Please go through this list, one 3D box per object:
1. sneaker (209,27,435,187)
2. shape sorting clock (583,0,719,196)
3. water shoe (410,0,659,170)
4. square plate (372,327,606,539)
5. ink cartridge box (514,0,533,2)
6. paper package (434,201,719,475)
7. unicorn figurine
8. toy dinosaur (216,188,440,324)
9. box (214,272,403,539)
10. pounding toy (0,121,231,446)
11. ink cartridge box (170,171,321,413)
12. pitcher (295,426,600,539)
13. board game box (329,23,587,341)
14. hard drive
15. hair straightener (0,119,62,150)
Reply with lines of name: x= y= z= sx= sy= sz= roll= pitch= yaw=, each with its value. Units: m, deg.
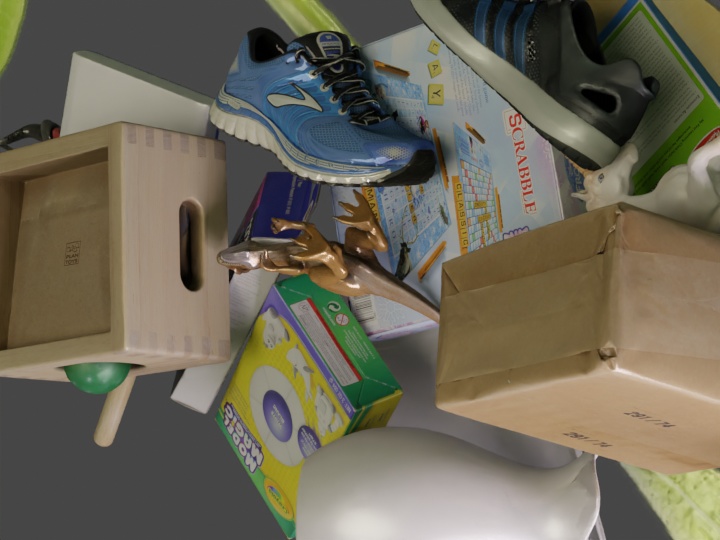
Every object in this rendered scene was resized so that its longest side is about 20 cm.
sneaker: x=-0.025 y=-0.113 z=1.494 sx=0.199 sy=0.078 sz=0.090 roll=28 pitch=112 yaw=39
shape sorting clock: x=0.183 y=-0.087 z=1.438 sx=0.199 sy=0.039 sz=0.202 roll=2 pitch=92 yaw=43
water shoe: x=0.111 y=-0.142 z=1.386 sx=0.079 sy=0.071 sz=0.200 roll=-48 pitch=55 yaw=8
square plate: x=0.074 y=0.124 z=1.557 sx=0.199 sy=0.028 sz=0.199 roll=-13 pitch=91 yaw=35
ink cartridge box: x=0.121 y=-0.276 z=1.428 sx=0.099 sy=0.039 sz=0.201 roll=31 pitch=103 yaw=25
paper package: x=0.171 y=0.046 z=1.334 sx=0.190 sy=0.199 sz=0.104 roll=-18 pitch=61 yaw=56
unicorn figurine: x=0.222 y=-0.045 z=1.338 sx=0.199 sy=0.074 sz=0.138 roll=35 pitch=131 yaw=-2
toy dinosaur: x=0.000 y=0.000 z=1.474 sx=0.199 sy=0.106 sz=0.061 roll=22 pitch=68 yaw=18
box: x=-0.044 y=0.103 z=1.581 sx=0.118 sy=0.048 sz=0.200 roll=56 pitch=147 yaw=24
pounding toy: x=-0.177 y=0.016 z=1.577 sx=0.183 sy=0.142 sz=0.201 roll=-10 pitch=78 yaw=41
ink cartridge box: x=-0.080 y=0.000 z=1.592 sx=0.037 sy=0.095 sz=0.201 roll=25 pitch=121 yaw=-10
pitcher: x=0.062 y=0.188 z=1.481 sx=0.199 sy=0.121 sz=0.173 roll=1 pitch=117 yaw=9
board game box: x=0.063 y=-0.068 z=1.494 sx=0.199 sy=0.041 sz=0.201 roll=-15 pitch=82 yaw=42
hard drive: x=-0.175 y=-0.049 z=1.654 sx=0.131 sy=0.025 sz=0.201 roll=23 pitch=111 yaw=28
hair straightener: x=-0.201 y=-0.060 z=1.702 sx=0.199 sy=0.041 sz=0.077 roll=20 pitch=109 yaw=24
